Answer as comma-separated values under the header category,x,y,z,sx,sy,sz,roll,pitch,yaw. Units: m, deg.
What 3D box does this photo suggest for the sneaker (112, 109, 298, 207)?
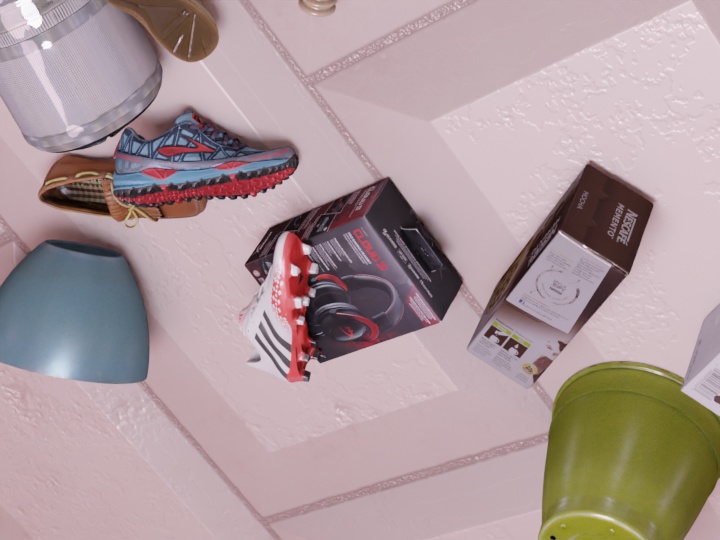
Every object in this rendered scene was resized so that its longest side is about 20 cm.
category,x,y,z,sx,sy,sz,roll,pitch,yaw
sneaker,-0.165,-0.126,1.771,0.199,0.096,0.079,-5,168,3

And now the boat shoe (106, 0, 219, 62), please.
category,x,y,z,sx,sy,sz,roll,pitch,yaw
boat shoe,-0.214,-0.289,1.645,0.072,0.065,0.200,-37,125,14

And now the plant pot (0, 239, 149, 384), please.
category,x,y,z,sx,sy,sz,roll,pitch,yaw
plant pot,-0.331,0.040,1.943,0.199,0.200,0.136,14,96,15

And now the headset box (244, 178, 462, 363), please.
category,x,y,z,sx,sy,sz,roll,pitch,yaw
headset box,0.000,0.000,1.800,0.199,0.075,0.149,-20,116,38

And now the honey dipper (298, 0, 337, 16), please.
category,x,y,z,sx,sy,sz,roll,pitch,yaw
honey dipper,-0.023,-0.329,1.565,0.038,0.038,0.201,21,130,8

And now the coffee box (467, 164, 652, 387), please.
category,x,y,z,sx,sy,sz,roll,pitch,yaw
coffee box,0.197,0.008,1.672,0.080,0.113,0.200,32,135,-2

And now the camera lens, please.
category,x,y,z,sx,sy,sz,roll,pitch,yaw
camera lens,-0.303,-0.232,1.695,0.159,0.160,0.201,-7,124,31

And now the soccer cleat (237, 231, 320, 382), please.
category,x,y,z,sx,sy,sz,roll,pitch,yaw
soccer cleat,-0.091,0.040,1.783,0.085,0.069,0.201,11,136,14

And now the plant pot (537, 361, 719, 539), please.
category,x,y,z,sx,sy,sz,roll,pitch,yaw
plant pot,0.273,0.236,1.783,0.199,0.193,0.201,14,133,16

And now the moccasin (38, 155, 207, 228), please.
category,x,y,z,sx,sy,sz,roll,pitch,yaw
moccasin,-0.262,-0.085,1.857,0.200,0.078,0.074,11,132,18

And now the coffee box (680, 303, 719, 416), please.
category,x,y,z,sx,sy,sz,roll,pitch,yaw
coffee box,0.428,0.116,1.660,0.199,0.113,0.080,33,135,-4
